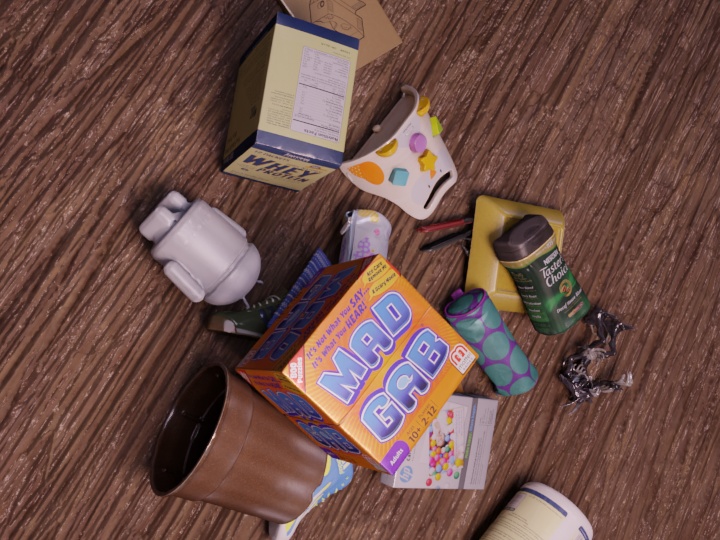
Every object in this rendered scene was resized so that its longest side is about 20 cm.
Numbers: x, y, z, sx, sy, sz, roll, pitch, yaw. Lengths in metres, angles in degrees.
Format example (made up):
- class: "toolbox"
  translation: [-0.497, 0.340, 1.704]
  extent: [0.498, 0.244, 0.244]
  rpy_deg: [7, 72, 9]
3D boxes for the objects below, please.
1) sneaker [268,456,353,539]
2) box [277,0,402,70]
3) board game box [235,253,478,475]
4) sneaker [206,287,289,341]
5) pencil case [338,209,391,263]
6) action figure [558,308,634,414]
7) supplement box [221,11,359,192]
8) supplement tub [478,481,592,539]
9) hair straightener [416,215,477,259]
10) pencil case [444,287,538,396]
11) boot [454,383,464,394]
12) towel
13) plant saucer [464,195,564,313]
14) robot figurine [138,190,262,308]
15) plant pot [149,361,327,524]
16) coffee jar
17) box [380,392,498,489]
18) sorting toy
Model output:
- class: "sneaker"
  translation: [-0.066, 0.340, 1.275]
  extent: [0.105, 0.076, 0.200]
  rpy_deg: [27, 73, -20]
- class: "box"
  translation: [-0.041, -0.440, 1.397]
  extent: [0.163, 0.021, 0.200]
  rpy_deg: [-37, 100, -23]
- class: "board game box"
  translation: [-0.009, 0.125, 1.104]
  extent: [0.200, 0.200, 0.200]
  rpy_deg: [45, 69, -14]
- class: "sneaker"
  translation: [-0.141, 0.069, 1.277]
  extent: [0.200, 0.067, 0.090]
  rpy_deg: [14, 79, -28]
- class: "pencil case"
  translation: [0.000, 0.000, 1.304]
  extent: [0.091, 0.083, 0.200]
  rpy_deg: [54, 36, -54]
- class: "action figure"
  translation: [0.437, 0.173, 1.505]
  extent: [0.119, 0.102, 0.200]
  rpy_deg: [35, 70, -29]
- class: "supplement box"
  translation: [-0.111, -0.248, 1.247]
  extent: [0.134, 0.200, 0.200]
  rpy_deg: [12, 79, -22]
- class: "supplement tub"
  translation: [0.281, 0.476, 1.378]
  extent: [0.200, 0.145, 0.145]
  rpy_deg: [-44, 102, -21]
- class: "hair straightener"
  translation: [0.192, -0.059, 1.459]
  extent: [0.200, 0.041, 0.077]
  rpy_deg: [-16, 103, -30]
- class: "pencil case"
  translation: [0.227, 0.126, 1.411]
  extent: [0.085, 0.092, 0.200]
  rpy_deg: [-32, 111, 8]
- class: "boot"
  translation: [0.090, 0.214, 1.363]
  extent: [0.200, 0.068, 0.189]
  rpy_deg: [-26, 95, -25]
- class: "towel"
  translation: [-0.071, 0.078, 1.266]
  extent: [0.145, 0.024, 0.200]
  rpy_deg: [60, 36, -25]
- class: "plant saucer"
  translation: [0.290, -0.023, 1.464]
  extent: [0.200, 0.048, 0.200]
  rpy_deg: [7, 91, -28]
- class: "robot figurine"
  translation: [-0.231, -0.026, 1.218]
  extent: [0.200, 0.113, 0.170]
  rpy_deg: [42, 45, -15]
- class: "plant pot"
  translation: [-0.168, 0.265, 1.182]
  extent: [0.198, 0.200, 0.200]
  rpy_deg: [32, 73, -25]
- class: "coffee jar"
  translation: [0.311, 0.006, 1.402]
  extent: [0.104, 0.085, 0.200]
  rpy_deg: [-39, 110, -21]
- class: "box"
  translation: [0.133, 0.279, 1.346]
  extent: [0.200, 0.041, 0.156]
  rpy_deg: [12, 86, -34]
- class: "sorting toy"
  translation: [0.095, -0.189, 1.406]
  extent: [0.200, 0.107, 0.180]
  rpy_deg: [-53, 125, -19]
